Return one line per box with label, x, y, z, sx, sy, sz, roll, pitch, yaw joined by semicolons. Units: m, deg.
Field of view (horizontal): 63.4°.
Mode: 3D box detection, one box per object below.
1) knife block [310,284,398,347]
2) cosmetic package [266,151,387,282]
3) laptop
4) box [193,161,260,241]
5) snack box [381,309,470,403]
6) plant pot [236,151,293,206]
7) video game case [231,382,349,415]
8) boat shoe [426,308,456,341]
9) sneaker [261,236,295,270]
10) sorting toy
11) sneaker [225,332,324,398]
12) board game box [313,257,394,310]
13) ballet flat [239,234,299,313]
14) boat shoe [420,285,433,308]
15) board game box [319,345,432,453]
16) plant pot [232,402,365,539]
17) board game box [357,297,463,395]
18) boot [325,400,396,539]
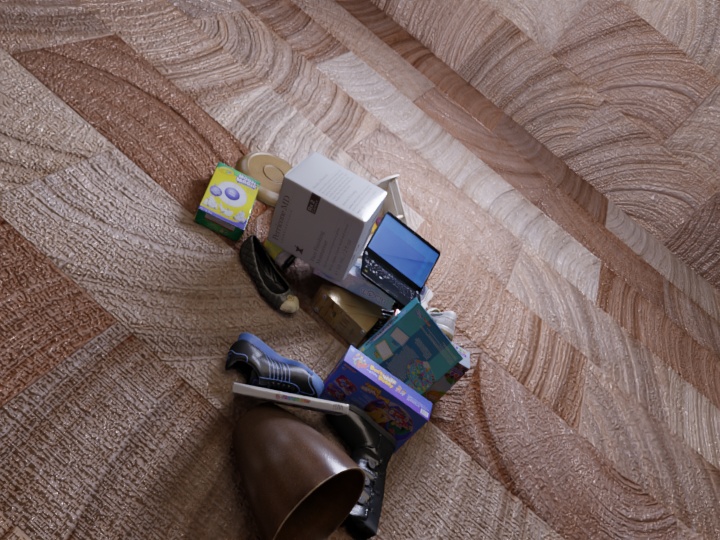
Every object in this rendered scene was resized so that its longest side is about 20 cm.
knife block;0.004;0.088;1.355;0.199;0.064;0.175;42;36;5
cosmetic package;-0.073;-0.121;1.277;0.196;0.168;0.166;27;35;5
laptop;0.098;-0.016;1.326;0.175;0.104;0.201;35;20;-11
box;-0.306;-0.172;1.370;0.115;0.049;0.204;25;42;-17
snack box;0.123;0.192;1.280;0.196;0.143;0.054;30;39;-7
plant pot;-0.231;-0.247;1.536;0.195;0.028;0.204;22;41;-20
video game case;-0.124;0.226;1.015;0.193;0.143;0.019;12;73;-7
boat shoe;0.169;0.124;1.353;0.070;0.199;0.071;31;75;-17
sneaker;-0.165;-0.084;1.372;0.089;0.079;0.200;35;30;2
sorting toy;0.033;-0.114;1.446;0.177;0.105;0.207;-17;93;-39
sneaker;-0.164;0.202;1.103;0.196;0.071;0.079;31;47;-5
board game box;0.000;0.000;1.391;0.195;0.044;0.200;26;20;0
ballet flat;-0.200;0.011;1.271;0.201;0.057;0.066;50;40;15
boat shoe;0.121;0.060;1.442;0.094;0.074;0.200;53;18;0
board game box;0.024;0.256;1.140;0.197;0.135;0.045;35;37;-3
plant pot;-0.120;0.319;0.944;0.183;0.192;0.199;-9;39;-43
board game box;0.088;0.182;1.193;0.152;0.199;0.047;49;4;-9
boot;-0.021;0.359;1.063;0.162;0.066;0.202;32;42;-6
